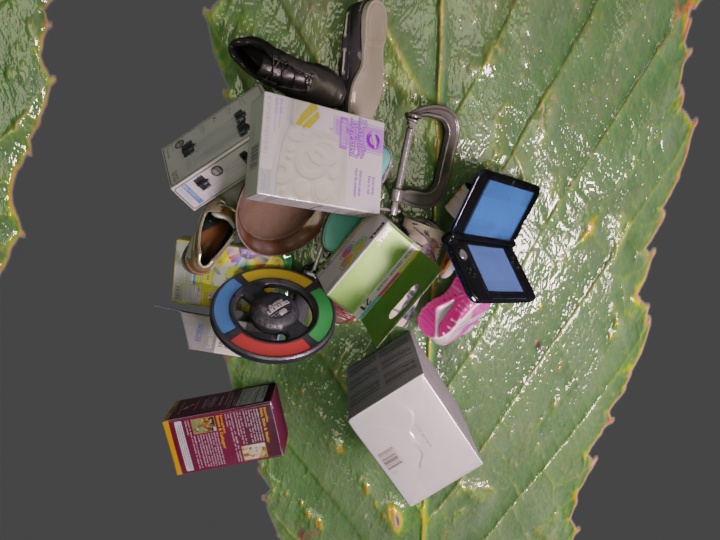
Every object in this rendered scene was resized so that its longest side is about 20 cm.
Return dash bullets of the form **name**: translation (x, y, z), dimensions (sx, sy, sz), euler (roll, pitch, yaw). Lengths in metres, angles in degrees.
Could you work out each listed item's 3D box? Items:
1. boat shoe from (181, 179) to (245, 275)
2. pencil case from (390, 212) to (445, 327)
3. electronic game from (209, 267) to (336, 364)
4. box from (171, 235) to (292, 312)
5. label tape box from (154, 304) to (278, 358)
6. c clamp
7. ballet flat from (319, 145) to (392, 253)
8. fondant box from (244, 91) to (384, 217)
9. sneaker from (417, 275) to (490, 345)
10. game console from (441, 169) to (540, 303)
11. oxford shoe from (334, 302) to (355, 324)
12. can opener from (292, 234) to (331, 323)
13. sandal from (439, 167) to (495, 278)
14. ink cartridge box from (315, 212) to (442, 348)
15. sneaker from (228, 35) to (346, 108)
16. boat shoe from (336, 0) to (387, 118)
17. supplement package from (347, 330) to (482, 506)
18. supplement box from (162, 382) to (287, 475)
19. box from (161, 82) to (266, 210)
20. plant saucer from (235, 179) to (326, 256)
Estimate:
- **boat shoe**: translation (-0.226, -0.085, 0.900), dimensions (0.075, 0.068, 0.201), euler (25, 76, -28)
- **pencil case**: translation (0.077, 0.003, 0.956), dimensions (0.078, 0.089, 0.201), euler (9, 110, -37)
- **electronic game**: translation (-0.137, 0.066, 0.869), dimensions (0.199, 0.200, 0.042), euler (11, 131, -5)
- **box**: translation (-0.223, 0.009, 0.966), dimensions (0.199, 0.048, 0.118), euler (9, 102, -2)
- **label tape box**: translation (-0.239, 0.110, 0.934), dimensions (0.199, 0.144, 0.064), euler (10, 82, -4)
- **c clamp**: translation (0.092, -0.182, 0.911), dimensions (0.170, 0.027, 0.201), euler (10, 100, -33)
- **ballet flat**: translation (-0.009, -0.119, 0.929), dimensions (0.072, 0.072, 0.201), euler (29, 89, -9)
- **fondant box**: translation (-0.064, -0.165, 0.811), dimensions (0.199, 0.058, 0.145), euler (6, 86, -31)
- **sneaker**: translation (0.186, 0.059, 0.984), dimensions (0.200, 0.088, 0.081), euler (-36, 61, -10)
- **game console**: translation (0.238, -0.047, 0.885), dimensions (0.118, 0.199, 0.171), euler (-38, 63, 37)
- **oxford shoe**: translation (0.000, 0.000, 0.960), dimensions (0.070, 0.075, 0.201), euler (27, 100, -20)
- **can opener**: translation (-0.074, 0.017, 0.971), dimensions (0.067, 0.053, 0.201), euler (18, 103, -6)
- **sandal**: translation (0.169, -0.085, 0.944), dimensions (0.059, 0.079, 0.207), euler (23, 104, -8)
- **ink cartridge box**: translation (0.021, 0.002, 0.817), dimensions (0.076, 0.200, 0.148), euler (38, 95, -21)
- **sneaker**: translation (-0.119, -0.307, 0.862), dimensions (0.199, 0.091, 0.076), euler (22, 108, 2)
- **boat shoe**: translation (-0.004, -0.334, 0.899), dimensions (0.063, 0.072, 0.201), euler (22, 113, 36)
- **supplement package**: translation (0.085, 0.248, 0.957), dimensions (0.147, 0.200, 0.192), euler (-32, 102, 6)
- **supplement box**: translation (-0.244, 0.290, 1.011), dimensions (0.199, 0.086, 0.111), euler (-10, 103, 0)
- **box**: translation (-0.213, -0.199, 0.877), dimensions (0.200, 0.117, 0.060), euler (-33, 141, 5)
- **plant saucer**: translation (-0.121, -0.115, 0.895), dimensions (0.200, 0.034, 0.201), euler (-27, 139, -27)
